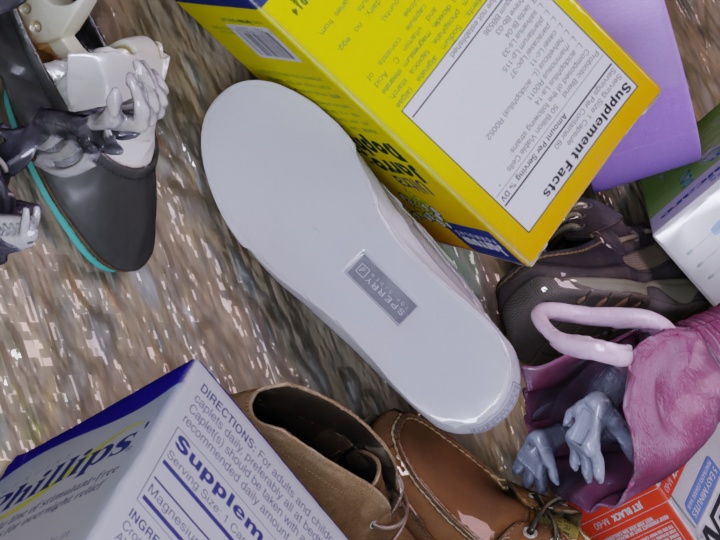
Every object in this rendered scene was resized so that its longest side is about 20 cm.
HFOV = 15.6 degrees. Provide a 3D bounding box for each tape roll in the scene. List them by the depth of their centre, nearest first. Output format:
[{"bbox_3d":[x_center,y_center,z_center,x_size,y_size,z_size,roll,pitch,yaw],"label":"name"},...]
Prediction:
[{"bbox_3d":[0.130,-0.148,1.458,0.200,0.065,0.201,-16,90,-86],"label":"tape roll"}]

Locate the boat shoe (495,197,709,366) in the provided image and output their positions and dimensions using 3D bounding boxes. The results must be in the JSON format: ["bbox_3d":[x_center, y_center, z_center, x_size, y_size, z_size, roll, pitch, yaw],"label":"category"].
[{"bbox_3d":[0.118,0.005,1.408,0.074,0.074,0.200,60,21,17],"label":"boat shoe"}]

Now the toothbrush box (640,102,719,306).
[{"bbox_3d":[0.238,-0.012,1.494,0.146,0.086,0.200,48,12,-6],"label":"toothbrush box"}]

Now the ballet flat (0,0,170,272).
[{"bbox_3d":[-0.127,-0.098,1.118,0.201,0.068,0.068,62,30,0],"label":"ballet flat"}]

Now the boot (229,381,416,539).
[{"bbox_3d":[-0.002,0.115,1.129,0.200,0.075,0.074,39,36,-34],"label":"boot"}]

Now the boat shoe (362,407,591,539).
[{"bbox_3d":[0.078,0.130,1.238,0.200,0.068,0.072,46,36,-23],"label":"boat shoe"}]

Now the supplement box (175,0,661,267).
[{"bbox_3d":[0.023,-0.110,1.233,0.200,0.109,0.109,43,79,-23],"label":"supplement box"}]

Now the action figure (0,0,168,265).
[{"bbox_3d":[-0.143,-0.071,0.986,0.118,0.102,0.202,-10,103,-50],"label":"action figure"}]

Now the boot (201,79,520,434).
[{"bbox_3d":[0.000,0.000,1.244,0.200,0.073,0.096,51,-1,8],"label":"boot"}]

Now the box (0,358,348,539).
[{"bbox_3d":[-0.070,0.170,0.953,0.184,0.105,0.200,51,33,-16],"label":"box"}]

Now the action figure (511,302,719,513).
[{"bbox_3d":[0.165,0.041,1.278,0.199,0.134,0.150,-25,122,-20],"label":"action figure"}]

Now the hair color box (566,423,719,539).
[{"bbox_3d":[0.194,0.166,1.387,0.201,0.064,0.111,55,31,-12],"label":"hair color box"}]
